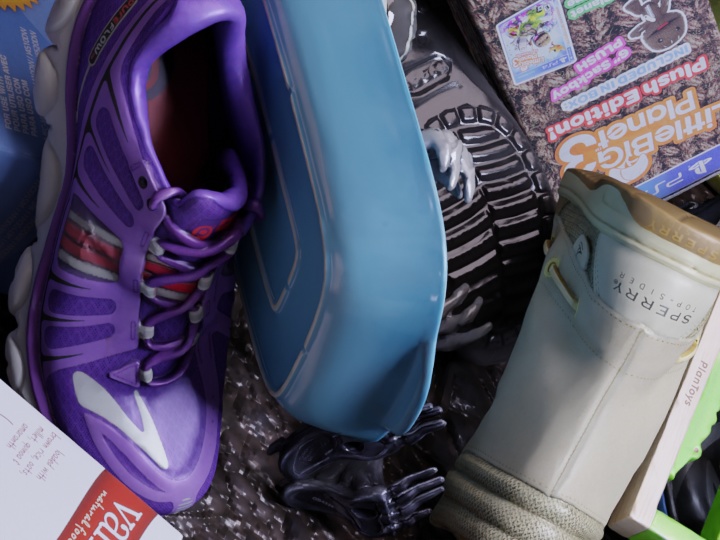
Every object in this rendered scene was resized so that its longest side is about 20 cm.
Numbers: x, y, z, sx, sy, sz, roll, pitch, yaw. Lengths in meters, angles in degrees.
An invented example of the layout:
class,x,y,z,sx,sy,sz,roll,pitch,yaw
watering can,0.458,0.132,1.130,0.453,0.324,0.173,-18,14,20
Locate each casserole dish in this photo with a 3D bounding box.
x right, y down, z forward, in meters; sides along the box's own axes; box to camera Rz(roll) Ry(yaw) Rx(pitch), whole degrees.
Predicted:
class,x,y,z,sx,sy,sz,roll,pitch,yaw
casserole dish,-0.018,-0.034,0.982,0.039,0.121,0.200,-1,55,-20

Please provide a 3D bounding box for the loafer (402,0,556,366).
class,x,y,z,sx,sy,sz,roll,pitch,yaw
loafer,0.023,-0.054,1.211,0.073,0.071,0.200,-19,87,-27

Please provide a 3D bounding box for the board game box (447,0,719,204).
class,x,y,z,sx,sy,sz,roll,pitch,yaw
board game box,0.081,-0.142,1.259,0.160,0.097,0.200,65,2,42

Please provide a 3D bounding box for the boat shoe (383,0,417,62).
class,x,y,z,sx,sy,sz,roll,pitch,yaw
boat shoe,-0.031,-0.113,1.132,0.060,0.072,0.201,12,8,-36

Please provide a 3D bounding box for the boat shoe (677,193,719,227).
class,x,y,z,sx,sy,sz,roll,pitch,yaw
boat shoe,0.134,0.004,1.287,0.066,0.075,0.199,16,31,21

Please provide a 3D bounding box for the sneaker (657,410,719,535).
class,x,y,z,sx,sy,sz,roll,pitch,yaw
sneaker,0.174,0.049,1.207,0.200,0.083,0.071,-67,151,-24

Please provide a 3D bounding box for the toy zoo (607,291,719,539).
class,x,y,z,sx,sy,sz,roll,pitch,yaw
toy zoo,0.206,0.096,1.147,0.200,0.020,0.131,31,64,-12

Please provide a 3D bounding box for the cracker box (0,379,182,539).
class,x,y,z,sx,sy,sz,roll,pitch,yaw
cracker box,-0.165,0.068,0.884,0.200,0.058,0.134,41,33,-6

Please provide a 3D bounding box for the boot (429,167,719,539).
class,x,y,z,sx,sy,sz,roll,pitch,yaw
boot,0.084,0.044,1.116,0.073,0.156,0.200,25,2,-4

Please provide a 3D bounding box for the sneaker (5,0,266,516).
class,x,y,z,sx,sy,sz,roll,pitch,yaw
sneaker,-0.071,-0.007,0.972,0.080,0.201,0.083,-9,18,-31

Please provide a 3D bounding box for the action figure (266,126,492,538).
class,x,y,z,sx,sy,sz,roll,pitch,yaw
action figure,0.000,0.000,1.096,0.119,0.102,0.200,75,5,-52

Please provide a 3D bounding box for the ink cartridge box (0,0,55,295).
class,x,y,z,sx,sy,sz,roll,pitch,yaw
ink cartridge box,-0.145,-0.066,1.047,0.200,0.076,0.137,14,43,-36

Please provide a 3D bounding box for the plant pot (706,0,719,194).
class,x,y,z,sx,sy,sz,roll,pitch,yaw
plant pot,0.271,-0.132,1.483,0.200,0.184,0.201,30,34,-23
